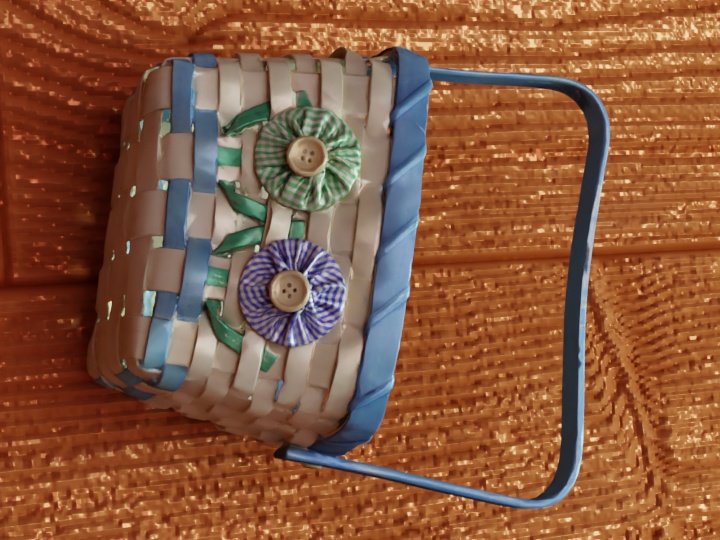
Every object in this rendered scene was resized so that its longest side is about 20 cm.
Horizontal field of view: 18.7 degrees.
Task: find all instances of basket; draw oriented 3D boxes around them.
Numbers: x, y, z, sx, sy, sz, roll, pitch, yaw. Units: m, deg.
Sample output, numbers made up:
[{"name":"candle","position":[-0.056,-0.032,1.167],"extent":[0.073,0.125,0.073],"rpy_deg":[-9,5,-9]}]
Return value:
[{"name":"basket","position":[0.000,0.000,0.867],"extent":[0.200,0.139,0.176],"rpy_deg":[7,81,-21]}]
